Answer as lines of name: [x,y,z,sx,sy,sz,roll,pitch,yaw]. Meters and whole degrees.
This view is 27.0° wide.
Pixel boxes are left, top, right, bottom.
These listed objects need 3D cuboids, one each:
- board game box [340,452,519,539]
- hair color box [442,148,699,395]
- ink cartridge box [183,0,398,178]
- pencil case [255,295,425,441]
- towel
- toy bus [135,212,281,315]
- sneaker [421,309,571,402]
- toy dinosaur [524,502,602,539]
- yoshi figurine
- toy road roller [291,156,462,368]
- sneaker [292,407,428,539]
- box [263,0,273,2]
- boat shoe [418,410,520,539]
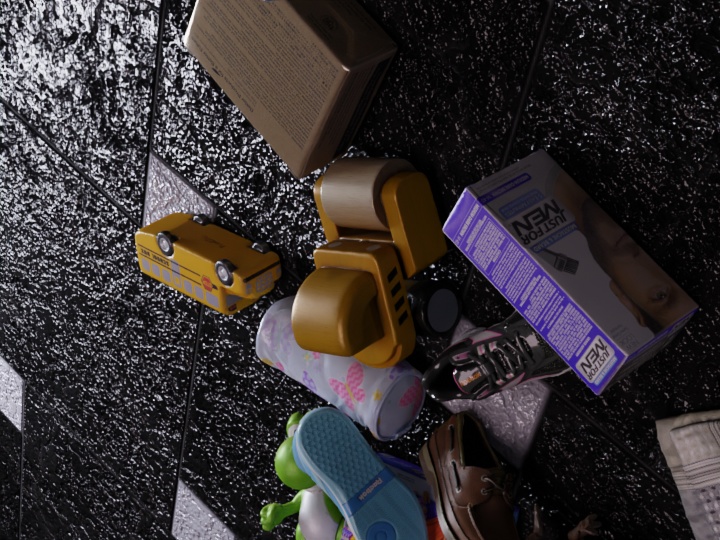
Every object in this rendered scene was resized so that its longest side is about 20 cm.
board game box: [0.068,0.288,1.600,0.199,0.045,0.136,16,96,44]
hair color box: [0.178,-0.003,1.282,0.200,0.109,0.065,48,140,17]
ink cartridge box: [-0.073,-0.221,1.472,0.200,0.075,0.165,49,143,15]
pencil case: [-0.024,0.104,1.607,0.199,0.083,0.092,29,119,35]
towel: [0.351,0.206,1.269,0.199,0.034,0.194,-17,99,53]
toy bus: [-0.176,-0.008,1.734,0.199,0.065,0.079,24,129,40]
sneaker: [0.132,0.087,1.411,0.081,0.086,0.200,57,142,3]
toy dinosaur: [0.218,0.322,1.464,0.200,0.085,0.136,37,143,38]
yoshi figurine: [-0.054,0.264,1.706,0.112,0.111,0.202,-177,74,-69]
toy road roller: [0.000,0.000,1.463,0.122,0.145,0.202,5,116,47]
sneaker: [-0.002,0.232,1.601,0.201,0.079,0.131,58,169,-1]
box: [0.001,-0.343,1.207,0.123,0.199,0.200,5,115,48]
boat shoe: [0.115,0.220,1.476,0.068,0.072,0.201,-54,39,23]
